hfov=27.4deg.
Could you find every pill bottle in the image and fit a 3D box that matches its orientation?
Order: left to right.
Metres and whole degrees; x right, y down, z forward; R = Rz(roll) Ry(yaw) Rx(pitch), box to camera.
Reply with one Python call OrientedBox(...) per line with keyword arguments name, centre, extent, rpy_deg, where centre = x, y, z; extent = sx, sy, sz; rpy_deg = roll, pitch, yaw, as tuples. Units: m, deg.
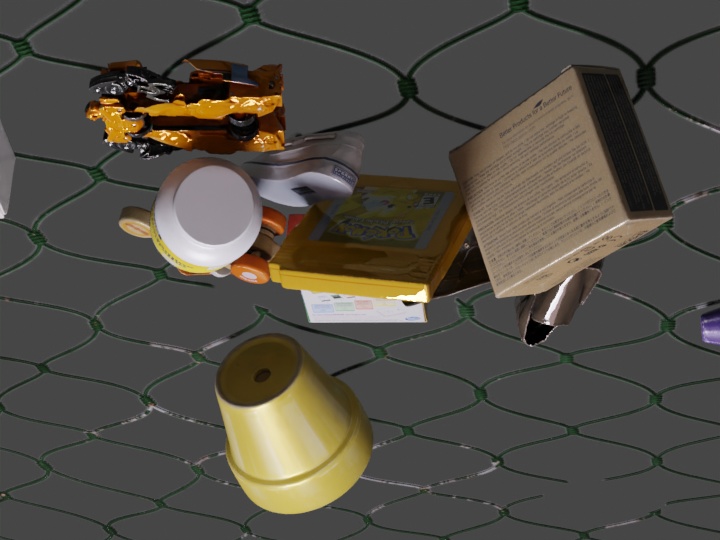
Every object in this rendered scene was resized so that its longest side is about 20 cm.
OrientedBox(name="pill bottle", centre=(-0.162, -0.058, 1.546), extent=(0.111, 0.113, 0.200), rpy_deg=(9, 175, -10))

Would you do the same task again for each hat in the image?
OrientedBox(name="hat", centre=(0.117, -0.039, 1.623), extent=(0.200, 0.201, 0.081), rpy_deg=(-16, 109, 31))

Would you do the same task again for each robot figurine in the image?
OrientedBox(name="robot figurine", centre=(-0.175, -0.164, 1.479), extent=(0.198, 0.059, 0.145), rpy_deg=(3, 151, 0))

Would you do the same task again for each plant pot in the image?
OrientedBox(name="plant pot", centre=(-0.104, 0.194, 1.996), extent=(0.199, 0.202, 0.189), rpy_deg=(-8, 135, 19))

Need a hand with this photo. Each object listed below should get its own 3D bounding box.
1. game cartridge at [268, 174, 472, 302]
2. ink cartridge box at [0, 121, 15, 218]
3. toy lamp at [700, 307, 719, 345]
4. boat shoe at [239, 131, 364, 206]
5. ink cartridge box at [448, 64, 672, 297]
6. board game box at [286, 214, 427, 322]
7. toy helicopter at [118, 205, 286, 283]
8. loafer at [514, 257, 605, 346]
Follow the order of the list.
OrientedBox(name="game cartridge", centre=(0.018, -0.038, 1.526), extent=(0.175, 0.200, 0.033), rpy_deg=(5, 122, 20))
OrientedBox(name="ink cartridge box", centre=(-0.478, -0.126, 1.550), extent=(0.198, 0.086, 0.148), rpy_deg=(0, 150, 2))
OrientedBox(name="toy lamp", centre=(0.520, 0.063, 1.817), extent=(0.198, 0.059, 0.058), rpy_deg=(-5, 150, 16))
OrientedBox(name="boat shoe", centre=(-0.060, -0.111, 1.553), extent=(0.073, 0.066, 0.199), rpy_deg=(33, 162, -35))
OrientedBox(name="ink cartridge box", centre=(0.194, -0.085, 1.464), extent=(0.075, 0.166, 0.200), rpy_deg=(-4, 161, -38))
OrientedBox(name="board game box", centre=(0.000, 0.000, 1.774), extent=(0.152, 0.041, 0.200), rpy_deg=(0, 151, 6))
OrientedBox(name="toy helicopter", centre=(-0.184, -0.033, 1.724), extent=(0.199, 0.079, 0.132), rpy_deg=(16, 159, -1))
OrientedBox(name="loafer", centre=(0.242, 0.033, 1.776), extent=(0.072, 0.072, 0.200), rpy_deg=(8, 151, -9))
